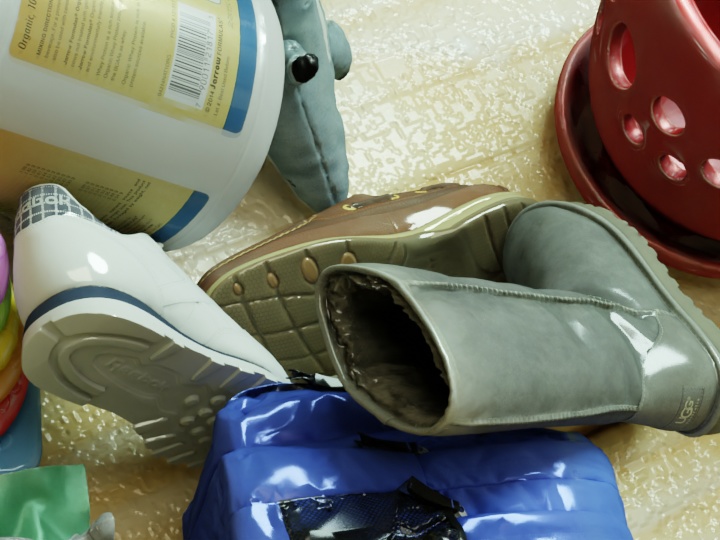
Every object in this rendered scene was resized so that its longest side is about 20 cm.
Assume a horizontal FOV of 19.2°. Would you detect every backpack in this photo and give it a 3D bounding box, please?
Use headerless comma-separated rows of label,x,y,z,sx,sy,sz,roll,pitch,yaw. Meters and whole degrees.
backpack,0.025,0.133,0.945,0.199,0.163,0.168,0,58,-17

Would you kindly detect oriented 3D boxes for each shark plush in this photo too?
shark plush,-0.030,-0.119,1.056,0.090,0.201,0.083,-11,49,-18

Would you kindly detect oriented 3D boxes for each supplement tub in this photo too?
supplement tub,-0.150,-0.098,0.953,0.199,0.144,0.145,17,54,-37

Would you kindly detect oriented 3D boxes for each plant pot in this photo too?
plant pot,0.214,-0.103,1.130,0.199,0.183,0.201,8,58,-13

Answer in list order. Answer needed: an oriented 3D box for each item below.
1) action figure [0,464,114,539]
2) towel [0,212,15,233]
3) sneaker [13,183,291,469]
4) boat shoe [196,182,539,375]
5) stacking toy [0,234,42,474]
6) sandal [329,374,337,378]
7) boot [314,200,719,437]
action figure,-0.196,0.130,0.856,0.199,0.055,0.119,1,57,-25
towel,-0.189,-0.094,1.040,0.200,0.034,0.133,31,58,-30
sneaker,-0.087,0.029,0.965,0.076,0.200,0.081,-28,57,12
boat shoe,0.000,-0.001,1.075,0.199,0.072,0.068,-16,29,-29
stacking toy,-0.190,0.011,0.919,0.115,0.200,0.110,-2,62,-15
sandal,0.066,0.070,1.055,0.199,0.080,0.054,2,82,-22
boot,0.060,0.020,0.961,0.199,0.073,0.182,-1,27,-36
